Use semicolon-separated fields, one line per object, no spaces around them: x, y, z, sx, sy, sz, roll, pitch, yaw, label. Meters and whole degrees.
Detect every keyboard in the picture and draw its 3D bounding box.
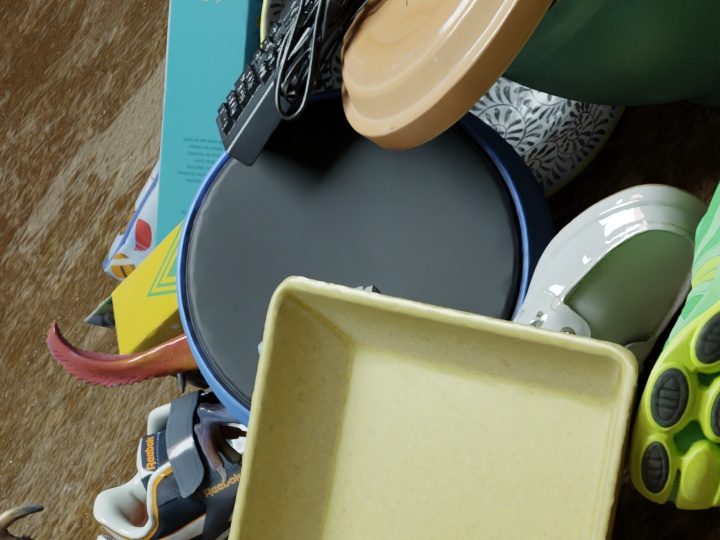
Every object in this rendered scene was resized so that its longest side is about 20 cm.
-0.021;-0.149;1.344;0.200;0.040;0.104;-58;22;11;keyboard

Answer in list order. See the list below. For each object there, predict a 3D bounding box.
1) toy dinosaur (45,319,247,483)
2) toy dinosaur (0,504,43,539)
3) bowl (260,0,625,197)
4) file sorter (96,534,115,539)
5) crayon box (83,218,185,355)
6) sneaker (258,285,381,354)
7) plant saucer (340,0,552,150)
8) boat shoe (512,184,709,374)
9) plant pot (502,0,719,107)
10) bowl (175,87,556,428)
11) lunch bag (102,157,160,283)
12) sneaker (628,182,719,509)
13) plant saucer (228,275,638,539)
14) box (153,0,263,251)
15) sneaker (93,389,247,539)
-0.030;0.046;1.421;0.181;0.200;0.105;-36;58;44;toy dinosaur
-0.135;0.197;1.454;0.086;0.200;0.136;25;100;37;toy dinosaur
0.053;-0.130;1.449;0.201;0.201;0.094;-56;-2;12;bowl
-0.105;0.249;1.335;0.139;0.125;0.200;21;82;55;file sorter
-0.052;0.010;1.525;0.200;0.126;0.052;-42;46;40;crayon box
-0.001;0.110;1.295;0.082;0.074;0.200;-20;63;12;sneaker
0.048;-0.153;1.290;0.200;0.032;0.200;-49;24;32;plant saucer
0.101;0.043;1.252;0.200;0.071;0.069;-54;22;39;boat shoe
0.146;-0.160;1.302;0.200;0.134;0.200;-47;26;32;plant pot
0.000;0.000;1.373;0.201;0.201;0.039;-62;-19;-3;bowl
-0.077;-0.069;1.718;0.200;0.076;0.160;-52;-1;16;lunch bag
0.174;0.011;1.150;0.084;0.074;0.200;89;-155;-84;sneaker
0.035;0.116;1.196;0.200;0.048;0.200;12;93;37;plant saucer
-0.084;-0.100;1.588;0.082;0.049;0.200;-29;-56;-79;box
-0.076;0.104;1.540;0.200;0.079;0.078;-47;26;27;sneaker
